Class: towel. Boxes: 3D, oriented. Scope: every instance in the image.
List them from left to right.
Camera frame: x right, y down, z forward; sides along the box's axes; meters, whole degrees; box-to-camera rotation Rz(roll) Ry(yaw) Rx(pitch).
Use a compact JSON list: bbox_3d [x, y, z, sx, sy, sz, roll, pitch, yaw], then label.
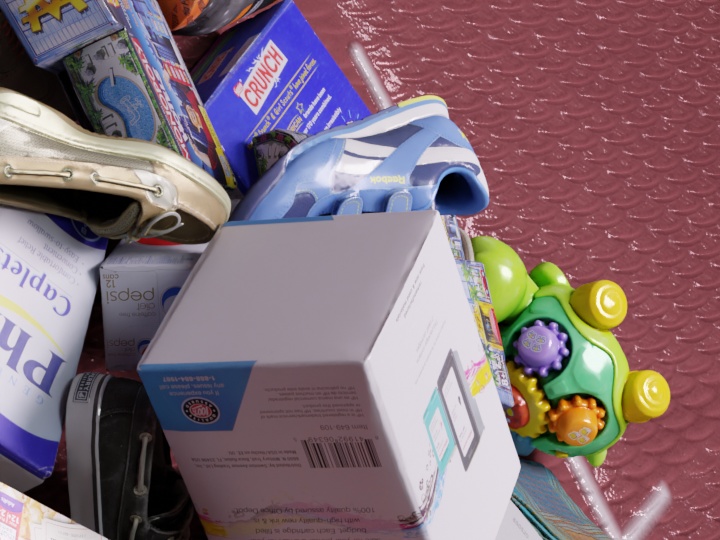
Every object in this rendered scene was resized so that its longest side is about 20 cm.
[{"bbox_3d":[0.157,0.195,1.929,0.200,0.022,0.147,44,11,36],"label":"towel"}]

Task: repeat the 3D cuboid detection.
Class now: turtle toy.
[{"bbox_3d":[0.133,0.062,1.994,0.101,0.146,0.200,-30,96,-33],"label":"turtle toy"}]

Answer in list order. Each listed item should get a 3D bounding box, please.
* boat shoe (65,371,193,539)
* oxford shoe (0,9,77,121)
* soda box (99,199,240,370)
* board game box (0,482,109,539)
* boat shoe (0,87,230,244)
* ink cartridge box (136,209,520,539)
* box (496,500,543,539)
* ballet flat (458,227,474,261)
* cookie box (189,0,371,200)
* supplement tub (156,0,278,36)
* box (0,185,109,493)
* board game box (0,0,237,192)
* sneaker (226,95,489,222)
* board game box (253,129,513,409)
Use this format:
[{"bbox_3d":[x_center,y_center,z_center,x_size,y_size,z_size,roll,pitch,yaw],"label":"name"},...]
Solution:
[{"bbox_3d":[-0.135,0.146,1.577,0.071,0.064,0.200,-75,167,-46],"label":"boat shoe"},{"bbox_3d":[-0.235,-0.144,1.661,0.200,0.075,0.071,26,51,-45],"label":"oxford shoe"},{"bbox_3d":[-0.115,0.006,1.670,0.200,0.064,0.068,-67,156,-76],"label":"soda box"},{"bbox_3d":[-0.188,0.191,1.489,0.200,0.151,0.046,33,48,-37],"label":"board game box"},{"bbox_3d":[-0.161,-0.046,1.538,0.201,0.073,0.063,25,59,-42],"label":"boat shoe"},{"bbox_3d":[-0.013,0.089,1.554,0.146,0.147,0.200,-63,143,-48],"label":"ink cartridge box"},{"bbox_3d":[0.073,0.295,1.787,0.200,0.131,0.199,52,39,-23],"label":"box"},{"bbox_3d":[0.050,0.068,1.920,0.062,0.067,0.200,33,67,-53],"label":"ballet flat"},{"bbox_3d":[-0.049,-0.062,1.858,0.200,0.075,0.171,55,38,-18],"label":"cookie box"},{"bbox_3d":[-0.098,-0.236,1.844,0.200,0.122,0.123,-33,99,-53],"label":"supplement tub"},{"bbox_3d":[-0.255,0.012,1.533,0.184,0.105,0.200,38,46,-34],"label":"box"},{"bbox_3d":[-0.162,-0.136,1.655,0.200,0.062,0.200,66,9,7],"label":"board game box"},{"bbox_3d":[0.001,-0.046,1.671,0.200,0.074,0.082,-26,70,-34],"label":"sneaker"},{"bbox_3d":[0.000,0.000,1.758,0.200,0.062,0.200,7,66,-50],"label":"board game box"}]
